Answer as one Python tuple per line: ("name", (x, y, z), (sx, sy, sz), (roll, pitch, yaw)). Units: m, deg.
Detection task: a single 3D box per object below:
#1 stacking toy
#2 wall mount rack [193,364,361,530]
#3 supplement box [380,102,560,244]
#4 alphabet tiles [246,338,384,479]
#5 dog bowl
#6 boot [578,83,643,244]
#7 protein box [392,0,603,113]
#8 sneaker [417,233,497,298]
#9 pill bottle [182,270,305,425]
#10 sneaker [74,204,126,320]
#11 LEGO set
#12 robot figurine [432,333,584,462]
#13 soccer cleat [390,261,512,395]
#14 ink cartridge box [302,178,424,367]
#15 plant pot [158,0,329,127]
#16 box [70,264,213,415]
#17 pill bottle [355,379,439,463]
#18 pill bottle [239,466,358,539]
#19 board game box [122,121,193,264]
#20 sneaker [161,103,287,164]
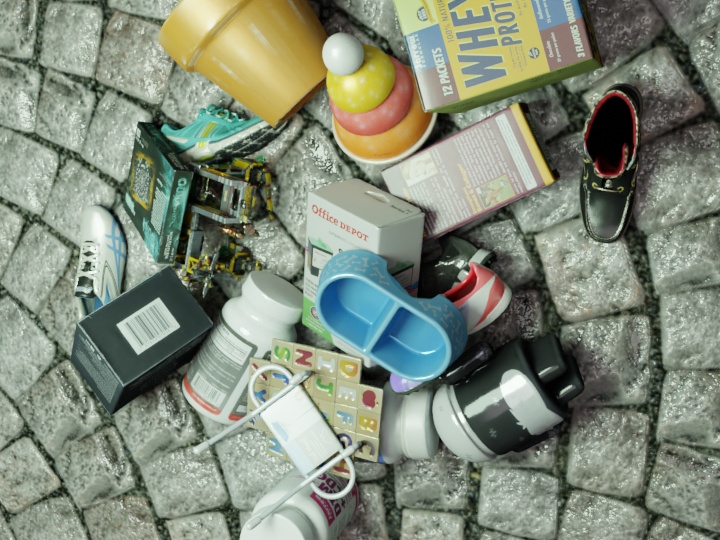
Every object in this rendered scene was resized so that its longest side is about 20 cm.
("stacking toy", (0.008, -0.232, 1.163), (0.146, 0.200, 0.147), (-6, 70, 16))
("wall mount rack", (-0.103, 0.225, 1.201), (0.174, 0.075, 0.200), (-37, 83, 2))
("supplement box", (0.142, -0.123, 1.211), (0.199, 0.086, 0.111), (-25, 90, 19))
("alphabet tiles", (-0.063, 0.182, 1.240), (0.199, 0.006, 0.167), (11, 104, 23))
("dog bowl", (0.032, 0.059, 1.132), (0.200, 0.050, 0.112), (33, 120, 1))
("boot", (0.299, -0.125, 1.126), (0.073, 0.151, 0.201), (12, 102, 16))
("protein box", (0.170, -0.281, 1.116), (0.198, 0.200, 0.135), (-15, 94, 19))
("sneaker", (0.095, 0.034, 1.265), (0.090, 0.066, 0.200), (39, 110, 18))
("pill bottle", (-0.160, 0.109, 1.329), (0.116, 0.116, 0.200), (34, 107, 10))
("sneaker", (-0.397, 0.001, 1.411), (0.072, 0.072, 0.201), (2, 98, 19))
("LEGO set", (-0.171, -0.061, 1.283), (0.116, 0.154, 0.201), (21, 98, 36))
("robot figurine", (0.189, 0.166, 1.224), (0.200, 0.125, 0.151), (-35, 77, 19))
("soccer cleat", (0.101, 0.074, 1.194), (0.200, 0.068, 0.073), (-44, 117, 7))
("ink cartridge box", (0.000, 0.000, 1.224), (0.145, 0.084, 0.201), (30, 126, 42))
("plant pot", (-0.128, -0.296, 1.222), (0.200, 0.200, 0.183), (-41, 96, 19))
("box", (-0.309, 0.101, 1.310), (0.107, 0.148, 0.200), (52, 152, 5))
("pill bottle", (0.004, 0.207, 1.293), (0.199, 0.114, 0.114), (-1, 98, 18))
("pill bottle", (-0.083, 0.341, 1.295), (0.113, 0.200, 0.114), (3, 100, 17))
("board game box", (-0.286, -0.111, 1.307), (0.200, 0.028, 0.136), (47, 127, 52))
("sneaker", (-0.199, -0.197, 1.318), (0.199, 0.077, 0.080), (-13, 86, 19))
